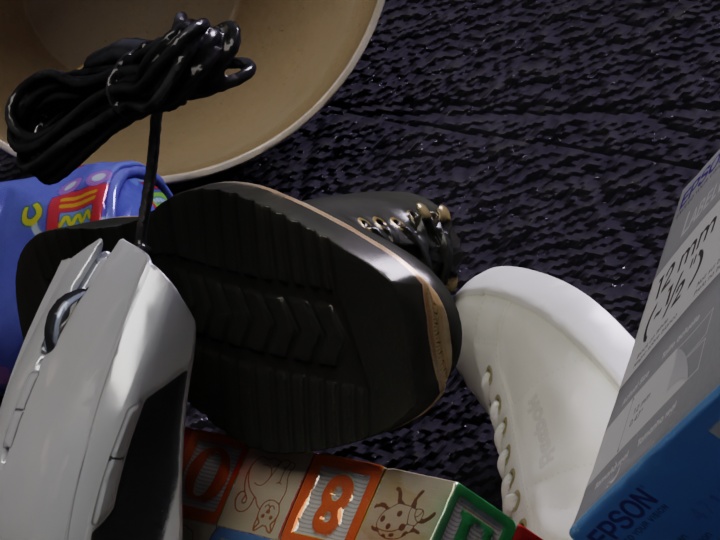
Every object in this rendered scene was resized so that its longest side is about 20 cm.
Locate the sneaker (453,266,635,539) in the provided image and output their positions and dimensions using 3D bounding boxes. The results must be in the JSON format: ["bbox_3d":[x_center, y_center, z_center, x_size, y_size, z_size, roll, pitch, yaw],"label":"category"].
[{"bbox_3d":[0.061,0.067,0.826,0.085,0.073,0.200,-30,37,-11],"label":"sneaker"}]

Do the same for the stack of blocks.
[{"bbox_3d":[-0.045,0.111,0.811,0.200,0.059,0.115,8,69,47],"label":"stack of blocks"}]

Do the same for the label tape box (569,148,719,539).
[{"bbox_3d":[0.137,-0.021,0.740,0.143,0.066,0.200,-53,13,51],"label":"label tape box"}]

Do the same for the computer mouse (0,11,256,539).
[{"bbox_3d":[-0.079,0.029,0.771,0.110,0.044,0.200,-3,80,55],"label":"computer mouse"}]

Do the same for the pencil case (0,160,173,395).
[{"bbox_3d":[-0.159,0.018,1.020,0.200,0.078,0.087,-12,65,16],"label":"pencil case"}]

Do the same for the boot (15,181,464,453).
[{"bbox_3d":[0.000,0.000,0.836,0.138,0.078,0.200,-12,13,-35],"label":"boot"}]

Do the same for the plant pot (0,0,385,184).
[{"bbox_3d":[-0.093,-0.127,1.098,0.200,0.200,0.134,-30,0,-7],"label":"plant pot"}]
